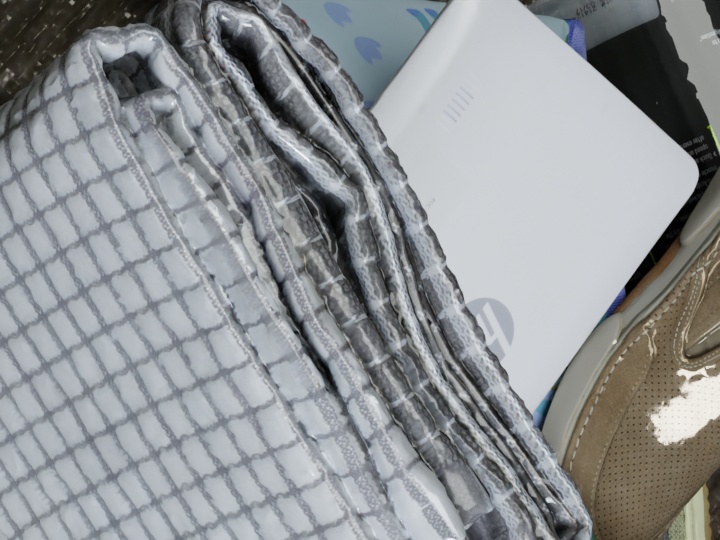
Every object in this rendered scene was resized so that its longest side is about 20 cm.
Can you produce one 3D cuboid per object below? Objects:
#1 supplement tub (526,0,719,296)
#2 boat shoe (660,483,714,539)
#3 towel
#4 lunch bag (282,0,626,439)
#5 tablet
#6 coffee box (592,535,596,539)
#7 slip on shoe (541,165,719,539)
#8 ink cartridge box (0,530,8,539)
[{"bbox_3d":[0.144,-0.028,1.137,0.122,0.123,0.200,-17,81,-32],"label":"supplement tub"},{"bbox_3d":[0.096,0.098,1.093,0.065,0.073,0.200,-14,80,-34],"label":"boat shoe"},{"bbox_3d":[-0.037,0.033,0.786,0.086,0.166,0.200,-32,91,-38],"label":"towel"},{"bbox_3d":[0.000,0.000,1.047,0.170,0.127,0.200,6,73,-28],"label":"lunch bag"},{"bbox_3d":[0.026,0.010,0.987,0.130,0.014,0.200,38,86,-31],"label":"tablet"},{"bbox_3d":[0.082,0.193,1.024,0.044,0.123,0.200,-28,85,-37],"label":"coffee box"},{"bbox_3d":[0.135,0.033,1.029,0.076,0.061,0.200,41,81,-41],"label":"slip on shoe"},{"bbox_3d":[-0.140,0.045,0.908,0.200,0.145,0.083,46,57,-8],"label":"ink cartridge box"}]
